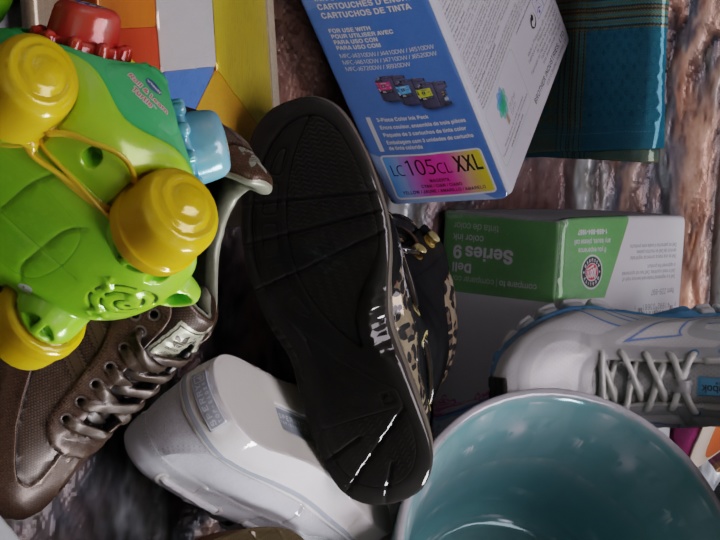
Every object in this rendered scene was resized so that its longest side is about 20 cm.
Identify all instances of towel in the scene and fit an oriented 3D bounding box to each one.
[{"bbox_3d":[0.119,-0.159,1.465,0.022,0.146,0.202,3,92,-38],"label":"towel"}]

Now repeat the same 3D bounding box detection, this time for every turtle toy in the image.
[{"bbox_3d":[-0.134,-0.060,1.089,0.200,0.146,0.101,45,49,-12],"label":"turtle toy"}]

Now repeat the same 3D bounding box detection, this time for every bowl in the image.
[{"bbox_3d":[0.089,0.173,1.393,0.199,0.105,0.202,10,64,-21],"label":"bowl"}]

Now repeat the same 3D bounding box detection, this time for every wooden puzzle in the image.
[{"bbox_3d":[-0.089,-0.112,1.247,0.185,0.037,0.202,-13,106,-56],"label":"wooden puzzle"}]

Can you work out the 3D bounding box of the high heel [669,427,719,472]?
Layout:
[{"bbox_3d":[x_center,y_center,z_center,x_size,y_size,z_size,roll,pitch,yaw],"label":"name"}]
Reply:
[{"bbox_3d":[0.194,0.068,1.623,0.067,0.096,0.200,-37,166,-4],"label":"high heel"}]

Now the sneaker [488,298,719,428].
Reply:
[{"bbox_3d":[0.163,0.054,1.443,0.199,0.087,0.076,-7,101,-28],"label":"sneaker"}]

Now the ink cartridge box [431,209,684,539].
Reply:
[{"bbox_3d":[0.112,0.066,1.539,0.145,0.087,0.202,-4,97,-56],"label":"ink cartridge box"}]

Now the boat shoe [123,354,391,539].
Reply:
[{"bbox_3d":[-0.048,0.100,1.316,0.200,0.068,0.072,29,36,-64],"label":"boat shoe"}]

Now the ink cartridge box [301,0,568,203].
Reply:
[{"bbox_3d":[0.031,-0.154,1.368,0.137,0.076,0.201,-67,144,-44],"label":"ink cartridge box"}]

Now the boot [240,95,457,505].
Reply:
[{"bbox_3d":[0.000,0.000,1.338,0.151,0.073,0.201,-60,134,-72],"label":"boot"}]

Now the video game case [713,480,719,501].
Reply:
[{"bbox_3d":[0.207,0.175,1.414,0.201,0.023,0.183,113,-14,-46],"label":"video game case"}]

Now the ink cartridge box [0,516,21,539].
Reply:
[{"bbox_3d":[-0.183,0.181,1.076,0.200,0.043,0.174,51,48,-16],"label":"ink cartridge box"}]

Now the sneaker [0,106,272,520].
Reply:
[{"bbox_3d":[-0.107,0.024,1.172,0.070,0.075,0.201,19,95,-57],"label":"sneaker"}]

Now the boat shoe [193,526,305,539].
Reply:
[{"bbox_3d":[-0.095,0.162,1.253,0.200,0.067,0.073,-16,103,-52],"label":"boat shoe"}]
